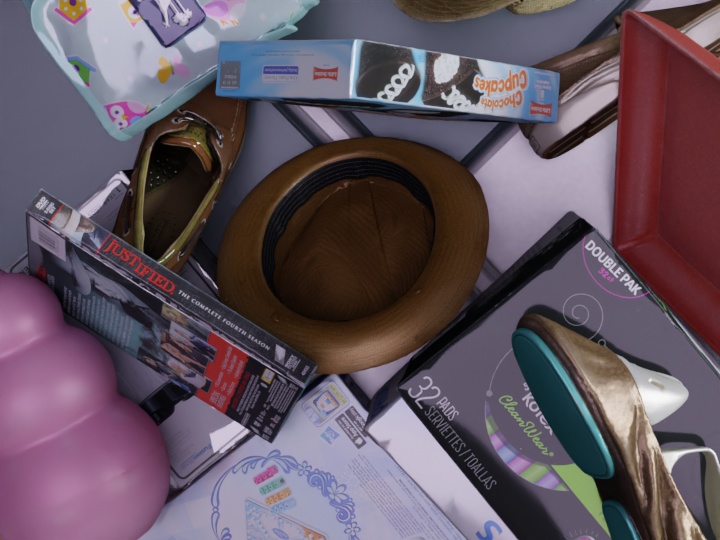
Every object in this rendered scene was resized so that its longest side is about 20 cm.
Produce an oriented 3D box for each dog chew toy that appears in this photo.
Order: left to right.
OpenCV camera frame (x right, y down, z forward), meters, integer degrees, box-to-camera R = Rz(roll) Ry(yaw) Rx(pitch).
[{"bbox_3d":[-0.208,0.092,0.930,0.124,0.125,0.200,-24,97,7],"label":"dog chew toy"}]

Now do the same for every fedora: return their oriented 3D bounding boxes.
[{"bbox_3d":[0.000,0.000,0.953,0.200,0.082,0.201,-8,51,10],"label":"fedora"}]

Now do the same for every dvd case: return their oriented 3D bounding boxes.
[{"bbox_3d":[-0.126,0.035,0.907,0.200,0.146,0.022,31,67,1],"label":"dvd case"}]

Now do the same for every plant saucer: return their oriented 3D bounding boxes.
[{"bbox_3d":[0.228,-0.040,0.875,0.037,0.200,0.200,-21,132,-16],"label":"plant saucer"}]

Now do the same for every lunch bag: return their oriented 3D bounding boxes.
[{"bbox_3d":[-0.136,-0.203,0.924,0.170,0.122,0.200,-33,67,9],"label":"lunch bag"}]

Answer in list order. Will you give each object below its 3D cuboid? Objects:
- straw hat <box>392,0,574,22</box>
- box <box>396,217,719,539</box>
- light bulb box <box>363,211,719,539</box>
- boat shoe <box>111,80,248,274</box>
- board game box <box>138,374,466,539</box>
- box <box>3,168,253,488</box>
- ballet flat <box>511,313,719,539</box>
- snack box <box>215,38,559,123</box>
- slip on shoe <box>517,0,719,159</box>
[{"bbox_3d":[0.119,-0.220,0.939,0.201,0.201,0.085,-42,132,8],"label":"straw hat"},{"bbox_3d":[0.141,0.092,0.830,0.148,0.124,0.200,-40,89,8],"label":"box"},{"bbox_3d":[0.140,0.100,0.956,0.200,0.125,0.198,-44,91,7],"label":"light bulb box"},{"bbox_3d":[-0.114,-0.077,0.951,0.072,0.068,0.200,19,69,-15],"label":"boat shoe"},{"bbox_3d":[-0.031,0.206,1.022,0.199,0.043,0.200,-38,92,7],"label":"board game box"},{"bbox_3d":[-0.142,0.040,1.006,0.117,0.060,0.200,-40,91,8],"label":"box"},{"bbox_3d":[0.150,0.101,0.741,0.072,0.068,0.200,-27,92,-14],"label":"ballet flat"},{"bbox_3d":[0.021,-0.118,0.892,0.116,0.200,0.037,8,96,43],"label":"snack box"},{"bbox_3d":[0.193,-0.151,0.956,0.200,0.076,0.061,-32,76,12],"label":"slip on shoe"}]
